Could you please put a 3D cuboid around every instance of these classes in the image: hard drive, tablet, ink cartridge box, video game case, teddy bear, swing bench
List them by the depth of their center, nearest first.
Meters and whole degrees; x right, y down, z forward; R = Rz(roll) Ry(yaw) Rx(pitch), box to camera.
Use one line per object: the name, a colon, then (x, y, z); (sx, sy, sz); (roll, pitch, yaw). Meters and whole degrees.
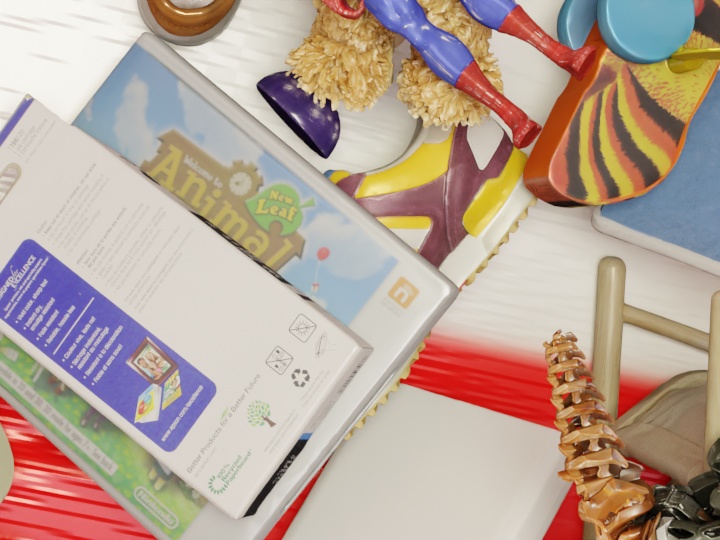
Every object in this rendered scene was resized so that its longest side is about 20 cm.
ink cartridge box: (-0.101, 0.015, 0.822); (0.200, 0.039, 0.100); (38, 94, 10)
teddy bear: (0.029, -0.163, 0.822); (0.144, 0.067, 0.201); (25, 84, 12)
hard drive: (0.008, 0.152, 0.842); (0.027, 0.132, 0.201); (45, 69, -39)
video game case: (-0.084, 0.017, 0.849); (0.200, 0.022, 0.182); (40, 94, 12)
swing bench: (0.162, 0.113, 0.849); (0.129, 0.199, 0.201); (19, 92, -10)
tablet: (0.226, -0.029, 0.856); (0.199, 0.014, 0.130); (24, 55, 26)

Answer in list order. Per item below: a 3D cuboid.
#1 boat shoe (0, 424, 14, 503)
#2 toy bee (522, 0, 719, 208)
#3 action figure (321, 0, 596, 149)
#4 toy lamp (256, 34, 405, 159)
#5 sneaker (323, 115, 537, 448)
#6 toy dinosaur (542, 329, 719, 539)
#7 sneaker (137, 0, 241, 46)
boat shoe: (-0.255, 0.053, 0.852); (0.201, 0.063, 0.074); (38, 58, -23)
toy bee: (0.156, -0.116, 0.852); (0.108, 0.131, 0.201); (17, 106, -14)
action figure: (0.009, -0.137, 0.776); (0.200, 0.052, 0.066); (39, 97, 9)
toy lamp: (0.037, -0.142, 0.878); (0.200, 0.058, 0.058); (-46, 100, -3)
sneaker: (0.000, 0.000, 0.881); (0.090, 0.075, 0.200); (39, 80, -10)
toy dinosaur: (0.143, 0.109, 0.703); (0.135, 0.102, 0.200); (-37, 121, 13)
sneaker: (-0.054, -0.205, 0.846); (0.072, 0.085, 0.201); (15, 92, -8)
